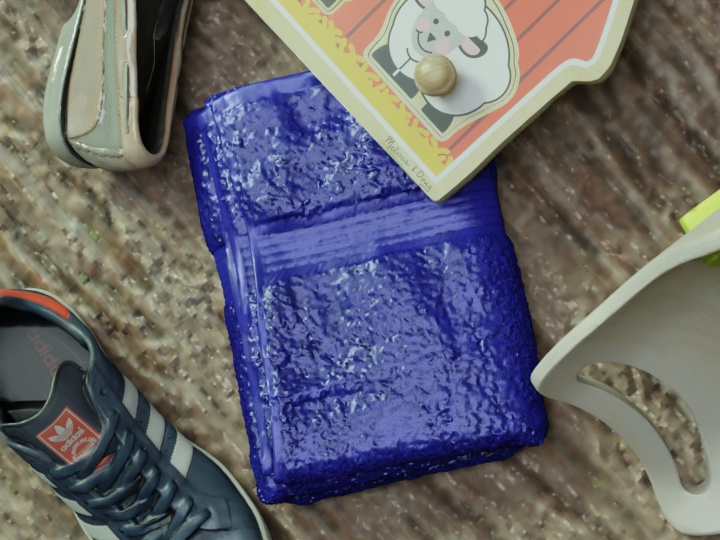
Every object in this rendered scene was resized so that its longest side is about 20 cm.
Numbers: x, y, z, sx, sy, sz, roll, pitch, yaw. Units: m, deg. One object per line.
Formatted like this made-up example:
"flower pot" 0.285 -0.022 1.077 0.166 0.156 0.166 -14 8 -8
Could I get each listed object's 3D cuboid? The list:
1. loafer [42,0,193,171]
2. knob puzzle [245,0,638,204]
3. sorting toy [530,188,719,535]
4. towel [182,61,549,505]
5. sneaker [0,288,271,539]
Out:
"loafer" -0.099 -0.145 1.346 0.063 0.072 0.201 11 91 42
"knob puzzle" 0.047 -0.162 1.290 0.218 0.030 0.221 -2 82 16
"sorting toy" 0.177 0.038 1.228 0.180 0.200 0.107 -34 30 22
"towel" 0.000 0.000 1.316 0.147 0.050 0.201 -14 78 11
"sneaker" -0.121 0.087 1.311 0.075 0.085 0.200 -46 74 2
